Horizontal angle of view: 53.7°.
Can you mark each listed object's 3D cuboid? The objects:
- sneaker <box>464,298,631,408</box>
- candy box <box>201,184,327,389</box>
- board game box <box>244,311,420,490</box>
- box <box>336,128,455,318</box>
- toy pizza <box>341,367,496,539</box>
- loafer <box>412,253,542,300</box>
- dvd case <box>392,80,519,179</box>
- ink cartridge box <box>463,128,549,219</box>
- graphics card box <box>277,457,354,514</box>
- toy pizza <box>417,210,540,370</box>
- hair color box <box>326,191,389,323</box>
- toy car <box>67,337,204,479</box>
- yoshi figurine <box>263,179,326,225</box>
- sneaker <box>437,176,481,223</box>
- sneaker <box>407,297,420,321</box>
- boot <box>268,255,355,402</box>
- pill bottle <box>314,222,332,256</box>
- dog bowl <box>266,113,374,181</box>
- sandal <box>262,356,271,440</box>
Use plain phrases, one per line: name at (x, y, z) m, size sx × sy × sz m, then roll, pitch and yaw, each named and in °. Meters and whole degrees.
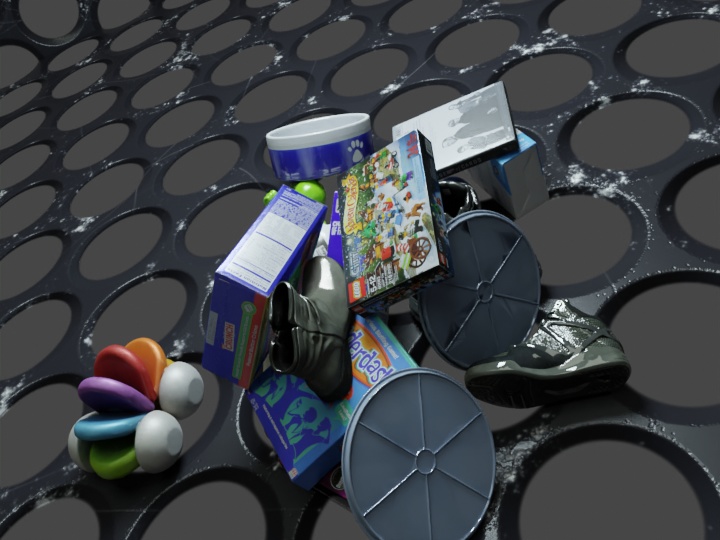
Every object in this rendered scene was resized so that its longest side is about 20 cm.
sneaker at (0.223, 0.103, 0.889) m, size 0.194 × 0.077 × 0.116 m, roll -13°, pitch 40°, yaw 9°
candy box at (-0.123, 0.018, 0.920) m, size 0.076 × 0.171 × 0.201 m, roll 24°, pitch 41°, yaw 5°
board game box at (-0.034, 0.142, 0.880) m, size 0.199 × 0.045 × 0.152 m, roll -42°, pitch 50°, yaw 1°
box at (0.038, -0.059, 0.884) m, size 0.135 × 0.037 × 0.204 m, roll -26°, pitch 53°, yaw 29°
toy pizza at (0.065, 0.212, 0.790) m, size 0.201 × 0.201 × 0.032 m, roll -49°, pitch 11°, yaw -26°
loafer at (0.157, 0.002, 0.990) m, size 0.196 × 0.069 × 0.072 m, roll -8°, pitch 58°, yaw -17°
dvd case at (0.143, -0.210, 1.120) m, size 0.196 × 0.025 × 0.153 m, roll -20°, pitch 45°, yaw 21°
ink cartridge box at (0.216, -0.188, 1.160) m, size 0.067 × 0.117 × 0.201 m, roll -31°, pitch 41°, yaw -4°
graphics card box at (0.006, 0.232, 0.878) m, size 0.197 × 0.051 × 0.126 m, roll 18°, pitch 56°, yaw 38°
toy pizza at (0.151, 0.026, 0.914) m, size 0.200 × 0.202 × 0.032 m, roll -43°, pitch 21°, yaw -21°
hair color box at (0.000, 0.000, 1.011) m, size 0.063 × 0.109 × 0.206 m, roll 1°, pitch 80°, yaw 27°
toy car at (-0.335, 0.188, 1.016) m, size 0.171 × 0.152 × 0.203 m, roll -4°, pitch 45°, yaw 22°
yoshi figurine at (-0.116, -0.093, 1.244) m, size 0.109 × 0.114 × 0.202 m, roll 7°, pitch 46°, yaw 10°
sneaker at (0.147, -0.112, 1.119) m, size 0.075 × 0.112 × 0.203 m, roll -12°, pitch 42°, yaw 13°
sneaker at (0.092, -0.010, 1.056) m, size 0.076 × 0.092 × 0.202 m, roll -18°, pitch 41°, yaw 8°
boot at (-0.059, 0.044, 0.838) m, size 0.066 × 0.131 × 0.204 m, roll -18°, pitch 54°, yaw 18°
pill bottle at (-0.080, -0.002, 1.114) m, size 0.198 × 0.118 × 0.117 m, roll -32°, pitch 41°, yaw -9°
dog bowl at (-0.073, -0.231, 1.323) m, size 0.195 × 0.081 × 0.201 m, roll -9°, pitch 19°, yaw 3°
sandal at (-0.118, 0.156, 0.991) m, size 0.081 × 0.054 × 0.202 m, roll -40°, pitch 32°, yaw 18°
